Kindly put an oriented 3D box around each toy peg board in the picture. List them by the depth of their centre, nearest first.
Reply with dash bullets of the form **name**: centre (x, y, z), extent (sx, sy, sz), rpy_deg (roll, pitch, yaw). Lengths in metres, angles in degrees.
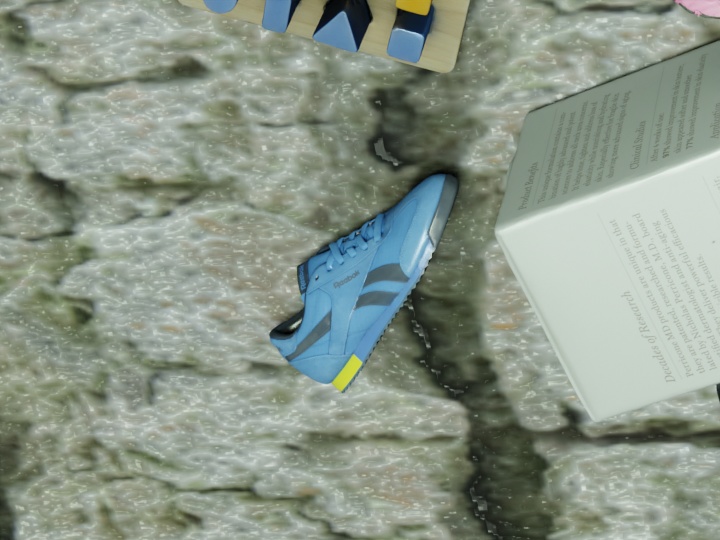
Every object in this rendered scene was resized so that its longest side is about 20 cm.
- **toy peg board**: centre (-0.020, -0.225, 1.715), extent (0.199, 0.098, 0.200), rpy_deg (15, 123, 3)

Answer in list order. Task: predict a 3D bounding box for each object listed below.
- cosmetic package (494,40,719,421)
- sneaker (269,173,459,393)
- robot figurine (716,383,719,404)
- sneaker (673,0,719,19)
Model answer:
- **cosmetic package**: centre (0.220, -0.034, 1.738), extent (0.199, 0.168, 0.167), rpy_deg (-20, 115, 23)
- **sneaker**: centre (0.000, 0.000, 1.869), extent (0.078, 0.066, 0.200), rpy_deg (32, 123, -3)
- **robot figurine**: centre (0.342, 0.072, 1.770), extent (0.199, 0.150, 0.125), rpy_deg (-20, 137, -20)
- **sneaker**: centre (0.299, -0.205, 1.672), extent (0.199, 0.080, 0.087), rpy_deg (2, 111, 4)
